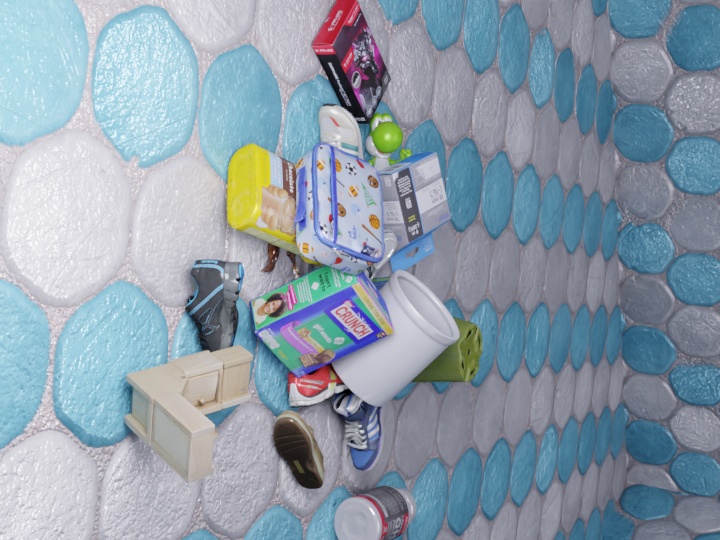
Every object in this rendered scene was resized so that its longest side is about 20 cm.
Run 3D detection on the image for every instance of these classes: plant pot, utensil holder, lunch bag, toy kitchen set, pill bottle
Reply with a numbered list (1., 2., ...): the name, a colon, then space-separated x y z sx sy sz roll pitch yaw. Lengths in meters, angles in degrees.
1. plant pot: 0.158 0.164 2.051 0.199 0.187 0.204 -16 108 -59
2. utensil holder: 0.058 0.130 1.778 0.200 0.171 0.169 -45 154 16
3. lunch bag: -0.036 -0.097 1.525 0.159 0.075 0.203 22 53 -38
4. toy kitchen set: -0.217 0.237 1.385 0.198 0.179 0.166 -12 120 -41
5. pill bottle: 0.038 0.511 1.981 0.199 0.109 0.113 1 94 -60

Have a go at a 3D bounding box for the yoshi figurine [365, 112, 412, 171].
1. yoshi figurine: 0.046 -0.209 1.875 0.112 0.110 0.204 -11 102 -52

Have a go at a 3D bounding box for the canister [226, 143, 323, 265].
1. canister: -0.122 -0.107 1.557 0.198 0.086 0.151 22 57 -45

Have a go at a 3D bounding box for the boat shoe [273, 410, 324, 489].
1. boat shoe: -0.110 0.314 1.745 0.077 0.070 0.202 -75 159 -44

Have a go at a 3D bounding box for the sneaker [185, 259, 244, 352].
1. sneaker: -0.231 0.070 1.482 0.074 0.080 0.203 -85 -175 -64

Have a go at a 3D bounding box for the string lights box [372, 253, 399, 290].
1. string lights box: 0.043 0.046 1.904 0.059 0.101 0.203 -76 158 -61

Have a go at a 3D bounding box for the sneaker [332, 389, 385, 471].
1. sneaker: -0.017 0.300 1.892 0.145 0.080 0.204 12 88 -52

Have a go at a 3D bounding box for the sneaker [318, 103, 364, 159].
1. sneaker: -0.040 -0.206 1.754 0.094 0.069 0.202 -61 146 -43

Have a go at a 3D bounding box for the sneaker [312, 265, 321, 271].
1. sneaker: -0.042 0.058 1.808 0.200 0.073 0.083 42 74 -44

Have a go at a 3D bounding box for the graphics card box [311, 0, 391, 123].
1. graphics card box: -0.014 -0.390 1.789 0.127 0.050 0.201 -65 146 -30

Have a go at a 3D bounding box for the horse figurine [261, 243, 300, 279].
1. horse figurine: -0.104 -0.066 1.683 0.199 0.049 0.135 -33 113 -47

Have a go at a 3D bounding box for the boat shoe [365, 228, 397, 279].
1. boat shoe: 0.000 0.000 1.720 0.199 0.066 0.074 -39 122 -17

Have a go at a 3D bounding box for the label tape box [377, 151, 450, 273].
1. label tape box: 0.105 -0.108 1.815 0.143 0.063 0.204 -30 112 -43

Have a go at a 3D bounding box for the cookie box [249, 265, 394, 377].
1. cookie box: -0.064 0.080 1.634 0.172 0.197 0.076 53 14 -49

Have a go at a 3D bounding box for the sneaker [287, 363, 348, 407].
1. sneaker: -0.069 0.190 1.778 0.199 0.076 0.087 -24 106 -60
